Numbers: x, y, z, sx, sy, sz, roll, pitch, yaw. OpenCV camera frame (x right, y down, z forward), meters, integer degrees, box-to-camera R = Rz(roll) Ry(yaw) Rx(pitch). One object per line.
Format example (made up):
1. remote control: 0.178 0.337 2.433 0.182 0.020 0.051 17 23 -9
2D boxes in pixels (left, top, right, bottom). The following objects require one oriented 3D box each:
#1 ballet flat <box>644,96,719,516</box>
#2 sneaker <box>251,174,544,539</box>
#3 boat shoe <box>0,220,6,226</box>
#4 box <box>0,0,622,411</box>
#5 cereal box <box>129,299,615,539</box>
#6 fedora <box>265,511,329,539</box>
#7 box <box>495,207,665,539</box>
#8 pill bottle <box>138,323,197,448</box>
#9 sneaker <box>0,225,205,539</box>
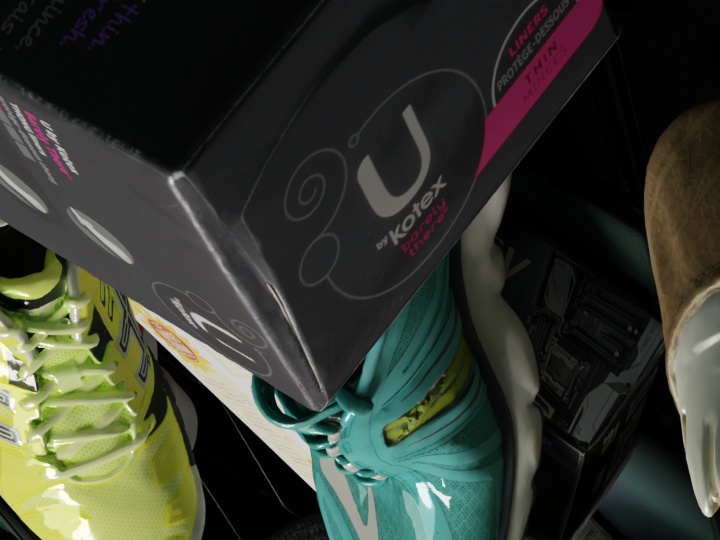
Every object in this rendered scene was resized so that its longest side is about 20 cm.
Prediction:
1. ballet flat: 0.108 0.061 0.647 0.068 0.072 0.201 -14 102 32
2. sneaker: -0.003 0.020 0.777 0.077 0.080 0.201 14 130 30
3. boat shoe: -0.151 -0.105 0.872 0.201 0.072 0.060 60 179 -6
4. box: -0.059 -0.078 0.669 0.200 0.122 0.106 30 163 32
5. cereal box: -0.004 0.053 1.098 0.200 0.040 0.144 45 163 -23
6. fedora: 0.030 0.193 1.276 0.200 0.201 0.092 33 -165 20
7. box: 0.000 0.000 0.907 0.200 0.050 0.158 37 166 10
8. pill bottle: -0.159 0.026 1.269 0.109 0.109 0.200 22 158 49
9. sneaker: -0.110 0.024 0.964 0.076 0.075 0.201 -129 14 -75
